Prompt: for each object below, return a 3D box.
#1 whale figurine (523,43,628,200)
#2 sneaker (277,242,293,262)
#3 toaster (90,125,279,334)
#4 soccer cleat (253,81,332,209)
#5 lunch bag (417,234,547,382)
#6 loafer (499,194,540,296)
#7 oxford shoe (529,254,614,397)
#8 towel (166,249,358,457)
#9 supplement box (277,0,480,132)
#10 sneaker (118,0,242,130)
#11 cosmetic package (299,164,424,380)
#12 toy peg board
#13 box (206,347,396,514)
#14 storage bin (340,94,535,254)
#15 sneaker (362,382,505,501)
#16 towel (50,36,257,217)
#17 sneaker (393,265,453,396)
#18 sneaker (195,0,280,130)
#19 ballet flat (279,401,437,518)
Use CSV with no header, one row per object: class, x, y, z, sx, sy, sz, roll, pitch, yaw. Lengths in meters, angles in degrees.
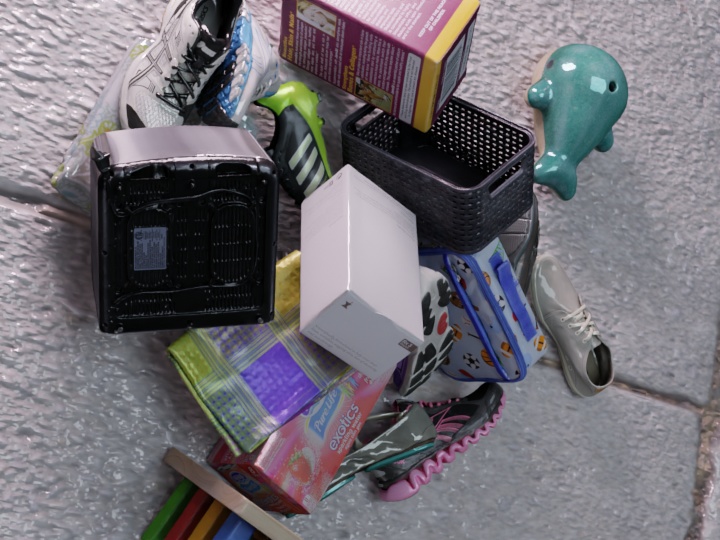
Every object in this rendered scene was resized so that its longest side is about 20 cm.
whale figurine,0.279,-0.195,1.886,0.158,0.103,0.202,29,69,-32
sneaker,-0.107,0.057,1.586,0.097,0.071,0.203,11,78,-34
toaster,-0.177,-0.047,1.442,0.179,0.119,0.202,-4,115,-16
soccer cleat,-0.068,-0.109,1.644,0.080,0.067,0.202,-16,100,-13
lunch bag,0.125,0.036,1.707,0.075,0.159,0.201,-42,115,-31
loafer,0.183,-0.005,1.829,0.063,0.071,0.202,24,77,-54
oxford shoe,0.275,0.070,1.889,0.075,0.058,0.202,-30,102,-33
towel,-0.089,0.081,1.524,0.199,0.023,0.144,-35,91,-27
supplement box,0.018,-0.264,1.618,0.199,0.131,0.104,29,63,11
sneaker,-0.180,-0.213,1.492,0.075,0.087,0.202,29,70,-31
cosmetic package,0.000,0.000,1.538,0.112,0.081,0.201,36,34,-27
toy peg board,-0.113,0.294,1.493,0.200,0.199,0.098,40,79,-27
box,-0.062,0.154,1.593,0.095,0.102,0.201,45,62,-25
storage bin,0.087,-0.119,1.661,0.135,0.199,0.094,-38,141,-33
sneaker,0.083,0.179,1.714,0.199,0.079,0.096,-36,92,-22
towel,-0.212,-0.121,1.540,0.171,0.048,0.201,37,65,-26
sneaker,0.056,0.059,1.678,0.080,0.083,0.201,-37,145,-32
sneaker,-0.118,-0.205,1.559,0.087,0.075,0.201,41,33,-30
ballet flat,-0.011,0.206,1.636,0.198,0.067,0.064,-25,81,-13
